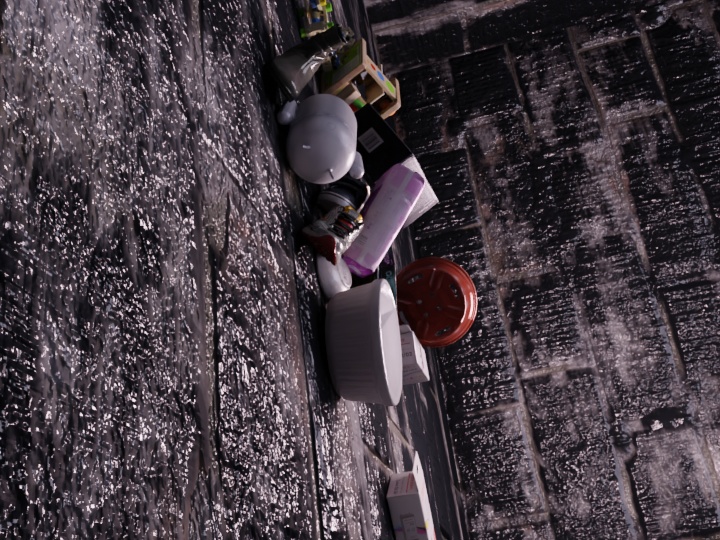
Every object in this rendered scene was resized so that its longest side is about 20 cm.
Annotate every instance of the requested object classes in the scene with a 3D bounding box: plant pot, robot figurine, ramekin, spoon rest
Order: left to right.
[{"bbox_3d":[-0.062,-0.213,1.249,0.169,0.113,0.201,32,26,-16],"label":"robot figurine"},{"bbox_3d":[-0.032,0.029,1.348,0.200,0.060,0.100,40,36,-55],"label":"spoon rest"},{"bbox_3d":[0.006,0.118,1.243,0.202,0.093,0.205,-6,90,-79],"label":"ramekin"},{"bbox_3d":[0.148,0.069,1.622,0.195,0.198,0.203,7,71,-82],"label":"plant pot"}]

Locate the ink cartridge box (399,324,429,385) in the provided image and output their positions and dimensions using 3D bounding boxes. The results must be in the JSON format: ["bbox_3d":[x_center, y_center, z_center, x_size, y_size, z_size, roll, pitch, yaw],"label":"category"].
[{"bbox_3d":[0.063,0.175,1.519,0.200,0.114,0.069,57,23,-65],"label":"ink cartridge box"}]

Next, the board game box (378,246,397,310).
[{"bbox_3d":[0.050,0.001,1.502,0.201,0.028,0.137,-94,179,-59],"label":"board game box"}]

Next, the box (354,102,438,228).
[{"bbox_3d":[0.055,-0.226,1.671,0.201,0.104,0.182,55,3,37],"label":"box"}]

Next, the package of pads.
[{"bbox_3d":[0.034,-0.089,1.386,0.201,0.075,0.120,-60,-175,-10],"label":"package of pads"}]

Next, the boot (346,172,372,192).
[{"bbox_3d":[-0.013,-0.124,1.635,0.200,0.069,0.175,55,23,-44],"label":"boot"}]

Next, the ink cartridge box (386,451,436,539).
[{"bbox_3d":[0.098,0.470,1.499,0.116,0.067,0.203,-44,123,-80],"label":"ink cartridge box"}]

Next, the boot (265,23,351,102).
[{"bbox_3d":[-0.078,-0.348,1.241,0.068,0.130,0.201,54,16,-23],"label":"boot"}]

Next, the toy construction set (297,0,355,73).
[{"bbox_3d":[-0.080,-0.513,1.672,0.200,0.091,0.133,23,54,-67],"label":"toy construction set"}]

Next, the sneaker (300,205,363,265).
[{"bbox_3d":[-0.040,-0.068,1.235,0.078,0.082,0.200,43,11,-7],"label":"sneaker"}]

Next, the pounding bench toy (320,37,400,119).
[{"bbox_3d":[0.006,-0.386,1.729,0.156,0.124,0.201,43,28,-31],"label":"pounding bench toy"}]

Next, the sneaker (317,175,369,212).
[{"bbox_3d":[-0.030,-0.139,1.420,0.200,0.078,0.080,60,54,-86],"label":"sneaker"}]

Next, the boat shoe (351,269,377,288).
[{"bbox_3d":[0.003,0.000,1.533,0.063,0.072,0.203,-100,177,-65],"label":"boat shoe"}]
